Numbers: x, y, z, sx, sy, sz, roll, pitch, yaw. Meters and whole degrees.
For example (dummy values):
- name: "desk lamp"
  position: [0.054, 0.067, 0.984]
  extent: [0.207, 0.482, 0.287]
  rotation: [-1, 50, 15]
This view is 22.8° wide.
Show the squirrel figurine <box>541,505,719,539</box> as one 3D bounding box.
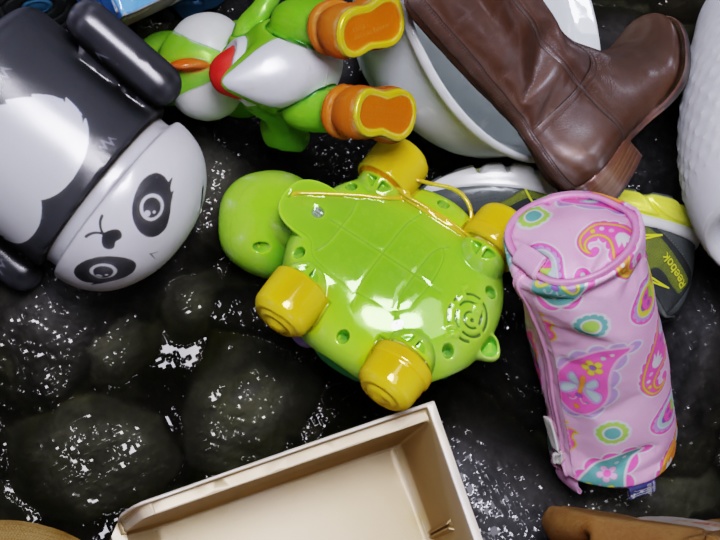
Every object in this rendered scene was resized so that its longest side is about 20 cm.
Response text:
- name: "squirrel figurine"
  position: [0.196, 0.240, 1.021]
  extent: [0.141, 0.200, 0.187]
  rotation: [6, 88, -19]

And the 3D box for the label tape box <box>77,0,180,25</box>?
- name: "label tape box"
  position: [-0.103, -0.250, 1.089]
  extent: [0.200, 0.063, 0.144]
  rotation: [-29, 94, -23]

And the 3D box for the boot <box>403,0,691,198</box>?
- name: "boot"
  position: [0.110, -0.160, 1.079]
  extent: [0.200, 0.064, 0.187]
  rotation: [46, 45, -21]

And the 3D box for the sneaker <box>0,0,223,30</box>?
- name: "sneaker"
  position: [-0.184, -0.198, 1.128]
  extent: [0.200, 0.073, 0.082]
  rotation: [-7, 74, -23]

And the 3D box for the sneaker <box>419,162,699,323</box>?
- name: "sneaker"
  position: [0.125, -0.014, 1.132]
  extent: [0.200, 0.074, 0.085]
  rotation: [7, 75, -9]

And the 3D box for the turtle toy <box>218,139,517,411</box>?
- name: "turtle toy"
  position: [0.000, 0.000, 1.079]
  extent: [0.200, 0.101, 0.146]
  rotation: [34, 69, 12]

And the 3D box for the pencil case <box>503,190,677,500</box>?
- name: "pencil case"
  position: [0.139, 0.047, 1.063]
  extent: [0.087, 0.200, 0.088]
  rotation: [-8, 43, 8]

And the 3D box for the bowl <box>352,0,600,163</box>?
- name: "bowl"
  position: [0.058, -0.153, 1.127]
  extent: [0.201, 0.090, 0.201]
  rotation: [21, 61, -43]

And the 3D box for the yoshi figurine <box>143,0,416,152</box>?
- name: "yoshi figurine"
  position: [-0.048, -0.126, 1.083]
  extent: [0.112, 0.200, 0.113]
  rotation: [45, 63, -41]

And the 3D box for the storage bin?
- name: "storage bin"
  position: [-0.023, 0.208, 1.038]
  extent: [0.198, 0.094, 0.200]
  rotation: [-17, 80, -15]

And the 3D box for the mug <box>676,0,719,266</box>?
- name: "mug"
  position: [0.282, -0.067, 1.132]
  extent: [0.147, 0.200, 0.176]
  rotation: [-5, 49, 29]

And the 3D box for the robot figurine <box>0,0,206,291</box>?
- name: "robot figurine"
  position: [-0.187, -0.075, 1.060]
  extent: [0.200, 0.150, 0.125]
  rotation: [39, 62, -3]

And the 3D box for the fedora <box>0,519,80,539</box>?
- name: "fedora"
  position: [-0.211, 0.239, 1.000]
  extent: [0.200, 0.082, 0.201]
  rotation: [2, 76, -10]
